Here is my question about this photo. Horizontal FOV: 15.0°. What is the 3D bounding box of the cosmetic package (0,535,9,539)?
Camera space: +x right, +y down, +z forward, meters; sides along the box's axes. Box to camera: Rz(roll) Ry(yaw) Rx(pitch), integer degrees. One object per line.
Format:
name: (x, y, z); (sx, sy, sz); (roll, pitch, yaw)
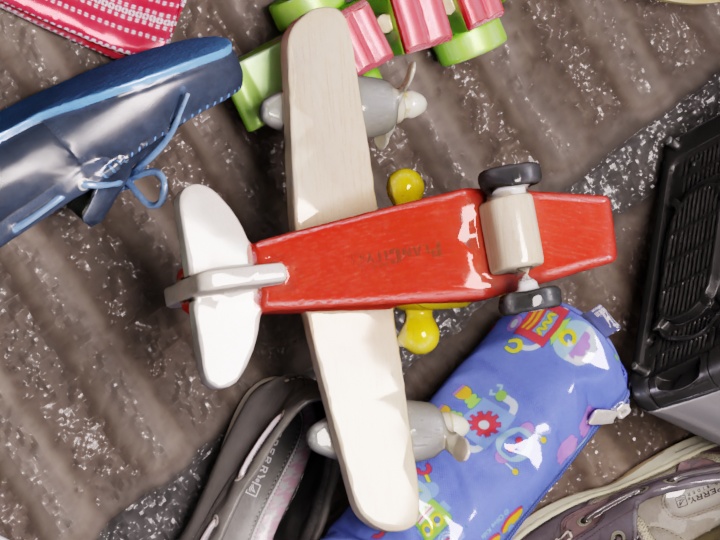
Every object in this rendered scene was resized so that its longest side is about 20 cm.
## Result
cosmetic package: (-0.191, 0.229, 1.296); (0.151, 0.052, 0.200); (39, 72, -56)

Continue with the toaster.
toaster: (0.240, 0.001, 1.424); (0.119, 0.181, 0.200); (27, 57, -24)

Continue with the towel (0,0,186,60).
towel: (-0.129, -0.217, 1.376); (0.145, 0.022, 0.200); (23, 81, -21)

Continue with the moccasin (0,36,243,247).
moccasin: (-0.147, -0.052, 1.348); (0.200, 0.080, 0.068); (-25, 106, -7)

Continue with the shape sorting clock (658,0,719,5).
shape sorting clock: (0.177, -0.245, 1.500); (0.200, 0.039, 0.200); (0, 91, -22)

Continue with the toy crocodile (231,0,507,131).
toy crocodile: (0.018, -0.129, 1.418); (0.200, 0.062, 0.068); (-25, 100, -21)

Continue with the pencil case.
pencil case: (0.063, 0.103, 1.413); (0.200, 0.087, 0.078); (-49, 152, -25)

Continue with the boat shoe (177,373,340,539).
boat shoe: (-0.060, 0.147, 1.387); (0.067, 0.057, 0.200); (23, 81, -24)

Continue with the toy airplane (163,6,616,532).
toy airplane: (0.000, 0.000, 1.352); (0.199, 0.141, 0.200); (35, 89, 4)

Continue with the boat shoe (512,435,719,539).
boat shoe: (0.144, 0.152, 1.473); (0.200, 0.065, 0.072); (-28, 102, -21)
